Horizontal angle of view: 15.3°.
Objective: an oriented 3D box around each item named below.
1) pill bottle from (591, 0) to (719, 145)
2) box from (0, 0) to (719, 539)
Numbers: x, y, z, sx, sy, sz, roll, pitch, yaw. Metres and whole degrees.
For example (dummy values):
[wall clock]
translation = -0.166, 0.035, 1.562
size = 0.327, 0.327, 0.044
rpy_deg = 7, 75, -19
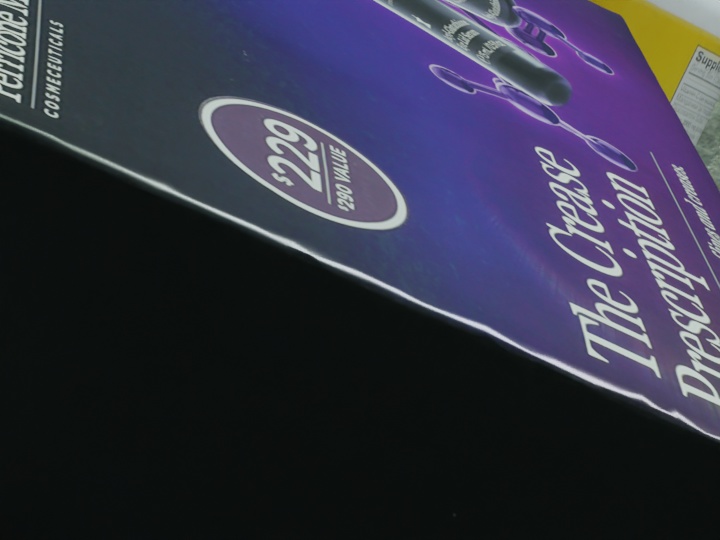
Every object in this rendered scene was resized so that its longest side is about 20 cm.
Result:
[pill bottle]
translation = 0.082, -0.078, 1.040
size = 0.112, 0.200, 0.112
rpy_deg = 25, 6, -3
[box]
translation = -0.016, -0.006, 0.425
size = 0.141, 0.079, 0.200
rpy_deg = 21, 20, -15
